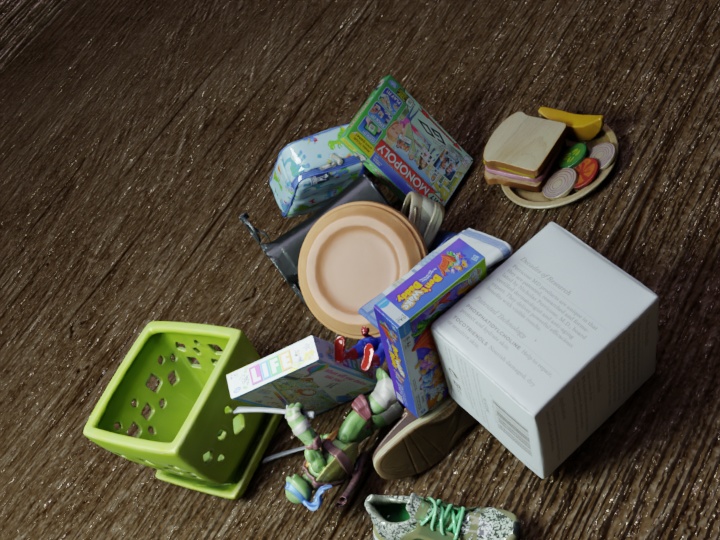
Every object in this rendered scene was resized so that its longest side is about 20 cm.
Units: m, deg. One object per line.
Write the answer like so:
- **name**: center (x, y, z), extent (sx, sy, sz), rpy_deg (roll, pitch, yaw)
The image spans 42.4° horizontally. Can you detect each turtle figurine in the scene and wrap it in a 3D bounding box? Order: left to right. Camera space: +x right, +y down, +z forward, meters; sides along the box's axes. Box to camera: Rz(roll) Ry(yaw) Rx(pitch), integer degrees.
- **turtle figurine**: center (-0.048, 0.198, 1.221), extent (0.193, 0.144, 0.200), rpy_deg (-36, 31, -14)

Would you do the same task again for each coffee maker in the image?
- **coffee maker**: center (-0.047, -0.059, 1.431), extent (0.200, 0.193, 0.135), rpy_deg (-38, 24, -4)

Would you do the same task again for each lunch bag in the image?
- **lunch bag**: center (-0.058, -0.162, 1.524), extent (0.160, 0.200, 0.083), rpy_deg (-20, 79, -19)

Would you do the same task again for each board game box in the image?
- **board game box**: center (-0.067, 0.147, 1.240), extent (0.134, 0.200, 0.034), rpy_deg (-25, 65, 18)
- **board game box**: center (0.075, -0.189, 1.463), extent (0.135, 0.200, 0.029), rpy_deg (-56, 21, -22)
- **board game box**: center (0.093, 0.073, 1.107), extent (0.134, 0.201, 0.045), rpy_deg (-38, 54, -17)

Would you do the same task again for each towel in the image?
- **towel**: center (0.097, 0.016, 1.218), extent (0.200, 0.024, 0.147), rpy_deg (-37, 18, -8)

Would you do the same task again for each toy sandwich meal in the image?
- **toy sandwich meal**: center (0.285, -0.178, 1.397), extent (0.204, 0.070, 0.206), rpy_deg (-20, 43, 20)

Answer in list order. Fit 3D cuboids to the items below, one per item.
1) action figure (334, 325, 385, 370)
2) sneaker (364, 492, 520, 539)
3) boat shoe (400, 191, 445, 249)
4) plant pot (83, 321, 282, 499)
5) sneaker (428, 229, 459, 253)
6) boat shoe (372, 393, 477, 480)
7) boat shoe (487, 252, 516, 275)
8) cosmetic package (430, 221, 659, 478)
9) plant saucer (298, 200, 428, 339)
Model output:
- **action figure**: center (0.029, 0.100, 1.250), extent (0.065, 0.200, 0.052), rpy_deg (8, 91, 21)
- **sneaker**: center (0.087, 0.295, 1.079), extent (0.199, 0.089, 0.077), rpy_deg (-7, 48, 30)
- **boat shoe**: center (0.056, -0.018, 1.372), extent (0.201, 0.065, 0.072), rpy_deg (-66, 21, 1)
- **plant pot**: center (-0.233, 0.205, 1.322), extent (0.198, 0.182, 0.201), rpy_deg (2, 54, 37)
- **sneaker**: center (0.152, -0.020, 1.339), extent (0.076, 0.077, 0.200), rpy_deg (-46, 39, -8)
- **boat shoe**: center (0.091, 0.188, 1.197), extent (0.200, 0.072, 0.072), rpy_deg (-40, 33, -10)
- **boat shoe**: center (0.175, 0.025, 1.216), extent (0.200, 0.057, 0.067), rpy_deg (-35, 76, 26)
- **cosmetic package**: center (0.217, 0.093, 1.076), extent (0.200, 0.168, 0.166), rpy_deg (-39, 53, -15)
- **plant saucer**: center (0.000, 0.000, 1.332), extent (0.199, 0.037, 0.202), rpy_deg (0, 91, 18)
